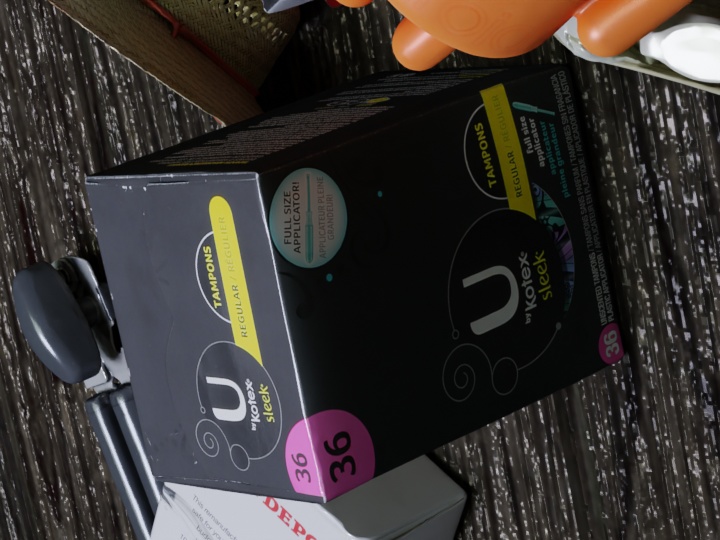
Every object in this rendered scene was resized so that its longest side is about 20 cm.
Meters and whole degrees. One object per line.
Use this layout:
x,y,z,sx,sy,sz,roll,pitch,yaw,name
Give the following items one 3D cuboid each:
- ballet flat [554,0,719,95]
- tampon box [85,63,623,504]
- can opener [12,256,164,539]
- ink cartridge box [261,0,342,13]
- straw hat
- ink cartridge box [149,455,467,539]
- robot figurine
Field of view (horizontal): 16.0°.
0.128,-0.110,1.096,0.200,0.069,0.070,22,123,41,ballet flat
0.000,0.000,1.182,0.126,0.200,0.150,1,109,47,tampon box
-0.148,0.088,1.489,0.053,0.067,0.200,-20,92,51,can opener
-0.040,-0.234,1.211,0.176,0.084,0.200,-37,79,50,ink cartridge box
-0.080,-0.133,1.291,0.201,0.201,0.085,39,94,30,straw hat
-0.038,0.160,1.387,0.145,0.084,0.200,41,134,28,ink cartridge box
0.072,-0.164,1.034,0.200,0.116,0.144,-42,58,40,robot figurine
